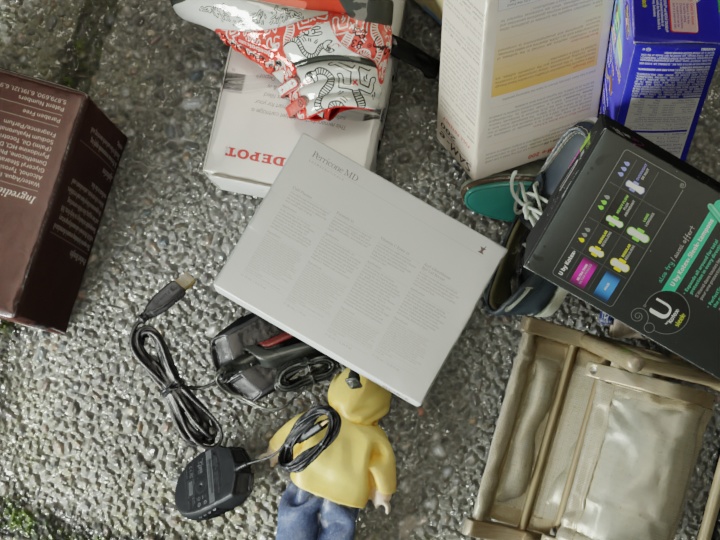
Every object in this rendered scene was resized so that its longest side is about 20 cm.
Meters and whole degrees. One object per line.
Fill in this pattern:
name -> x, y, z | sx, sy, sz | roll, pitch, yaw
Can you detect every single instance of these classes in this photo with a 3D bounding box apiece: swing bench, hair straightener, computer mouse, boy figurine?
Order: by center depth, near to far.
swing bench -> 0.200, 0.158, 1.184 | 0.130, 0.200, 0.199 | 15, 92, -20
hair straightener -> -0.027, 0.068, 1.228 | 0.200, 0.041, 0.077 | -19, 55, -13
computer mouse -> -0.087, 0.168, 1.237 | 0.200, 0.034, 0.059 | -28, 53, 33
boy figurine -> -0.026, 0.168, 1.259 | 0.124, 0.064, 0.200 | 15, 83, 5
computer mouse -> -0.106, 0.051, 1.276 | 0.200, 0.046, 0.141 | -37, 92, -10

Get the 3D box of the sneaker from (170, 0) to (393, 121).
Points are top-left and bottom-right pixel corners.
sneaker -> -0.073, -0.185, 1.224 | 0.201, 0.067, 0.108 | 6, 96, 15

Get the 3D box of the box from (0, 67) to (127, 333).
box -> -0.324, -0.066, 1.256 | 0.164, 0.166, 0.200 | 16, 83, 4

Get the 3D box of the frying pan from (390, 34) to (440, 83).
frying pan -> 0.086, -0.155, 1.280 | 0.190, 0.031, 0.115 | -2, 89, -23

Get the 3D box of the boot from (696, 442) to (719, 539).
boot -> 0.377, 0.220, 1.220 | 0.158, 0.079, 0.211 | 14, 83, 5

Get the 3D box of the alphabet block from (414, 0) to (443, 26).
alphabet block -> 0.096, -0.344, 1.221 | 0.196, 0.200, 0.195 | -39, 50, -3

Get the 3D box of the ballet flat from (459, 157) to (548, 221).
ballet flat -> 0.190, -0.078, 1.290 | 0.200, 0.067, 0.064 | 4, 55, 3

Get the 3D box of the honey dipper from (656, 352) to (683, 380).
honey dipper -> 0.287, 0.066, 1.271 | 0.038, 0.038, 0.200 | 40, 90, 8

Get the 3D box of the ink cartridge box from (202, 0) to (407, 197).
ink cartridge box -> -0.047, -0.161, 1.295 | 0.147, 0.083, 0.200 | 12, 83, 4

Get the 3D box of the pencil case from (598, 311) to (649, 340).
pencil case -> 0.302, 0.024, 1.210 | 0.200, 0.089, 0.078 | 4, 68, 10

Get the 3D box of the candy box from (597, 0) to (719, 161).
candy box -> 0.245, -0.191, 1.201 | 0.077, 0.200, 0.169 | 3, 60, 1

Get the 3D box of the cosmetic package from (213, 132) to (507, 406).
cosmetic package -> 0.000, 0.000, 1.204 | 0.200, 0.052, 0.151 | 30, 83, 2

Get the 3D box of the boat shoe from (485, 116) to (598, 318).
boat shoe -> 0.158, -0.041, 1.225 | 0.062, 0.200, 0.075 | -5, 45, -29

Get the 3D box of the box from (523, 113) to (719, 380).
box -> 0.240, -0.016, 1.099 | 0.200, 0.149, 0.124 | 30, 102, 3

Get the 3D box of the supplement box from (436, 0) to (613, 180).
supplement box -> 0.136, -0.187, 1.192 | 0.126, 0.200, 0.074 | -18, 46, -20
